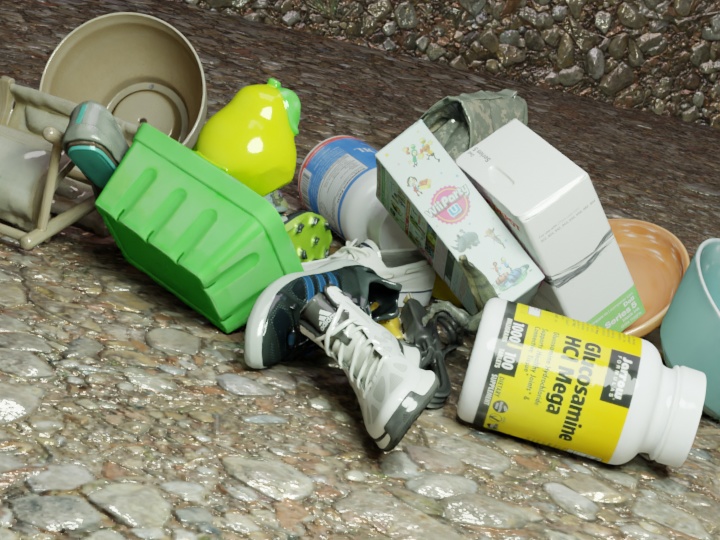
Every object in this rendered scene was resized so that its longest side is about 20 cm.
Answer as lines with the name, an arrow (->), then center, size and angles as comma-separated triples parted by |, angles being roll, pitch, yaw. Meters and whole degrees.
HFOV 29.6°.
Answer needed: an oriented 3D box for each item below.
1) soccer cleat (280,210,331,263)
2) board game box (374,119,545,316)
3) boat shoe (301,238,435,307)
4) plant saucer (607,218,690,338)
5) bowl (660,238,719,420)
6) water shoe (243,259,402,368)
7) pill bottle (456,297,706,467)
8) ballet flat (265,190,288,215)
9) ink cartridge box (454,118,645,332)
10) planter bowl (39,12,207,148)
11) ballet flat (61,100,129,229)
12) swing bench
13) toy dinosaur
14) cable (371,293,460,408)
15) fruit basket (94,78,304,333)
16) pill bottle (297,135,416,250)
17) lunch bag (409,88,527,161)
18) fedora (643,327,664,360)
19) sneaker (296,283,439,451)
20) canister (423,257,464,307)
soccer cleat -> -0.102, -0.029, 1.456 | 0.081, 0.068, 0.200 | 9, 13, 30
board game box -> 0.097, -0.038, 1.389 | 0.200, 0.064, 0.148 | 51, -8, 10
boat shoe -> 0.000, 0.000, 1.434 | 0.199, 0.066, 0.072 | 4, 20, -32
plant saucer -> 0.261, 0.020, 1.487 | 0.199, 0.038, 0.201 | -15, 37, 11
bowl -> 0.379, 0.077, 1.367 | 0.200, 0.105, 0.202 | 26, 36, -21
water shoe -> -0.029, 0.038, 1.237 | 0.078, 0.072, 0.200 | 16, 27, 26
pill bottle -> 0.191, 0.102, 1.186 | 0.198, 0.113, 0.112 | 15, 17, 5
ballet flat -> -0.160, -0.102, 1.621 | 0.199, 0.072, 0.069 | 0, 21, -40
ink cartridge box -> 0.192, -0.034, 1.385 | 0.084, 0.201, 0.146 | -35, 38, -6
planter bowl -> -0.275, -0.195, 1.663 | 0.199, 0.202, 0.135 | 16, -10, 8
ballet flat -> -0.239, -0.096, 1.360 | 0.067, 0.064, 0.200 | -1, -30, 11
swing bench -> -0.356, -0.118, 1.422 | 0.198, 0.131, 0.200 | 19, 12, 18
toy dinosaur -> 0.113, 0.045, 1.276 | 0.088, 0.048, 0.200 | -7, -41, 37
cable -> 0.060, 0.085, 1.299 | 0.097, 0.050, 0.200 | 26, 25, -22
fruit basket -> -0.123, -0.074, 1.291 | 0.214, 0.156, 0.217 | -7, 52, 10
pill bottle -> 0.013, -0.081, 1.627 | 0.111, 0.113, 0.200 | 4, 20, -31
lunch bag -> 0.133, -0.138, 1.754 | 0.117, 0.202, 0.164 | 25, 21, 31
fedora -> 0.334, 0.037, 1.559 | 0.199, 0.082, 0.201 | 14, 17, -4
sneaker -> -0.006, 0.076, 1.116 | 0.115, 0.076, 0.201 | 37, 5, -9
canister -> 0.144, -0.049, 1.572 | 0.086, 0.149, 0.200 | 26, 21, 11
